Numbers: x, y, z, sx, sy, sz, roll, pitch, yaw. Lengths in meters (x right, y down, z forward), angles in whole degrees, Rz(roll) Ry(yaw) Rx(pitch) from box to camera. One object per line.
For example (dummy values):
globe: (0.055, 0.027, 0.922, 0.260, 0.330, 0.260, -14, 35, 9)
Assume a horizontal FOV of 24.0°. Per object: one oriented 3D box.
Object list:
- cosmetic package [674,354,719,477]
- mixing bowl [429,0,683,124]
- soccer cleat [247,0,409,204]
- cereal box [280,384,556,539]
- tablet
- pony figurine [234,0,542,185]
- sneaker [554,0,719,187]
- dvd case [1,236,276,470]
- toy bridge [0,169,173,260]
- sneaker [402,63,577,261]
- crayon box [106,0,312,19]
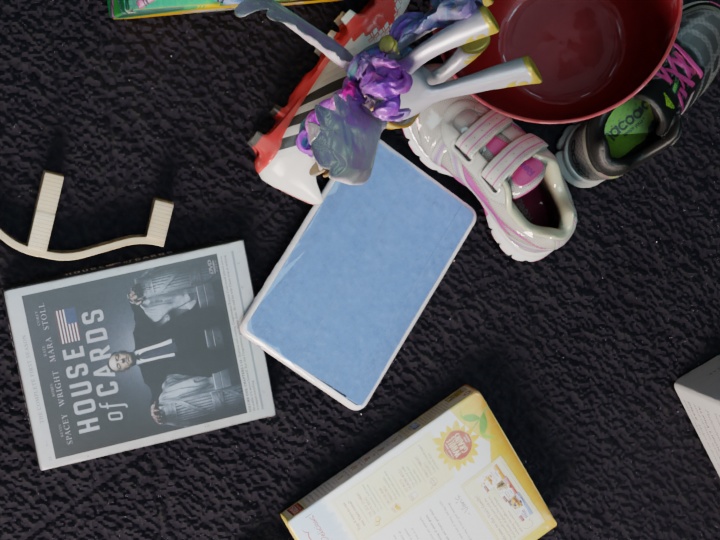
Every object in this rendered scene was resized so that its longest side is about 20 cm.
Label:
cosmetic package: (0.404, 0.140, 1.447, 0.164, 0.200, 0.166, -31, 103, -10)
mixing bowl: (0.160, -0.200, 1.376, 0.198, 0.108, 0.202, -2, 77, 9)
soccer cleat: (-0.009, -0.146, 1.375, 0.085, 0.069, 0.201, 37, 91, -10)
cereal box: (0.050, 0.212, 1.445, 0.199, 0.040, 0.145, -33, 103, -9)
tablet: (0.000, 0.000, 1.412, 0.130, 0.014, 0.201, 35, 79, -16)
pony figurine: (0.014, -0.141, 1.256, 0.199, 0.193, 0.168, -28, 66, 15)
sneaker: (0.252, -0.147, 1.434, 0.200, 0.087, 0.074, -45, 105, -6)
dvd case: (-0.178, 0.067, 1.377, 0.198, 0.025, 0.152, -13, 99, -14)
toy bridge: (-0.251, -0.045, 1.344, 0.198, 0.027, 0.068, 13, 94, -15)
sneaker: (0.115, -0.093, 1.398, 0.200, 0.088, 0.081, 46, 75, -15)
crayon box: (-0.094, -0.233, 1.317, 0.198, 0.119, 0.059, -7, 98, -13)
